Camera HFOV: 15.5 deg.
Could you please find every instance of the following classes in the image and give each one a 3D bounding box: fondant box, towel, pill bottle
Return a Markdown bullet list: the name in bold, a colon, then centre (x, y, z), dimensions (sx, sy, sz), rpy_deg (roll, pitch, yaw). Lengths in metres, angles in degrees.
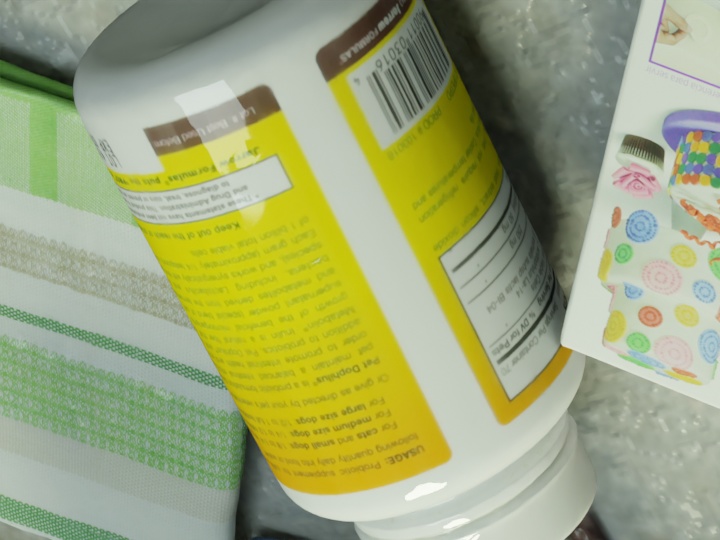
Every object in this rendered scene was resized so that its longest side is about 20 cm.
- **fondant box**: centre (0.148, -0.041, 0.749), dimensions (0.144, 0.058, 0.201), rpy_deg (22, 130, 14)
- **towel**: centre (-0.104, 0.017, 0.957), dimensions (0.148, 0.031, 0.201), rpy_deg (18, 127, 14)
- **pill bottle**: centre (0.000, 0.000, 0.826), dimensions (0.109, 0.109, 0.201), rpy_deg (-12, 116, 35)

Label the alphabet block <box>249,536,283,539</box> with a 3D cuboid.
- **alphabet block**: centre (0.010, 0.247, 0.942), dimensions (0.194, 0.197, 0.201), rpy_deg (14, 128, 22)
